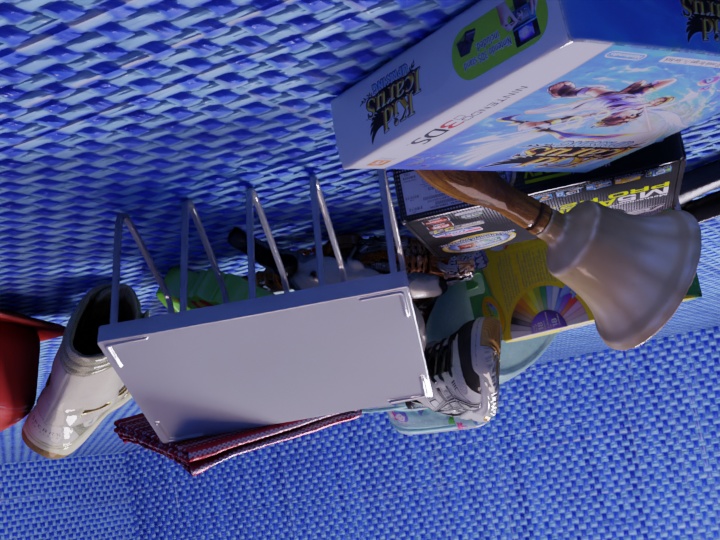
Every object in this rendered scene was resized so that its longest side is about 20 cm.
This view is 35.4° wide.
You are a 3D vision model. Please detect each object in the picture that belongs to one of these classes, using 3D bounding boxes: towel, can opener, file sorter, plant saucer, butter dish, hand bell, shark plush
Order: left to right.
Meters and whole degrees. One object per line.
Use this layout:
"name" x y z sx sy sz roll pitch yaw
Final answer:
"butter dish" -0.380 0.116 1.019 0.199 0.148 0.200 -11 170 8
"towel" -0.104 0.122 0.899 0.144 0.023 0.200 -14 -174 -27
"file sorter" -0.063 0.020 0.790 0.199 0.125 0.139 -11 143 4
"shark plush" -0.024 0.030 0.919 0.199 0.091 0.083 18 168 -27
"plant saucer" 0.150 0.048 1.111 0.201 0.039 0.202 -24 134 -27
"hand bell" 0.110 -0.038 0.731 0.200 0.104 0.104 28 157 -16
"can opener" 0.289 -0.064 0.981 0.063 0.079 0.200 34 146 -20

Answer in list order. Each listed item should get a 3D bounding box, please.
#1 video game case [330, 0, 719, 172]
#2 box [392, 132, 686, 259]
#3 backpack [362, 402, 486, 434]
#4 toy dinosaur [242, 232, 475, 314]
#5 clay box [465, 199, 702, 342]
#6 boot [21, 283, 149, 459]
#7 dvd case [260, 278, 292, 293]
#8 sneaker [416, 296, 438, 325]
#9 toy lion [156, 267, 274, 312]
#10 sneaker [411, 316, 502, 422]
"video game case" 0.115 -0.100 0.613 0.199 0.046 0.181 -3 169 -36
"box" 0.137 -0.062 0.843 0.199 0.044 0.160 -12 168 11
"backpack" 0.065 0.093 1.278 0.199 0.151 0.178 -6 -152 18
"toy dinosaur" 0.000 0.000 0.995 0.199 0.102 0.136 17 160 15
"clay box" 0.184 -0.009 0.981 0.200 0.115 0.048 -17 171 37
"boot" -0.235 0.067 1.063 0.155 0.072 0.200 -60 179 37
"dvd case" -0.017 0.013 1.169 0.199 0.022 0.146 -12 170 -2
"sneaker" 0.039 0.045 1.122 0.199 0.078 0.082 -5 169 -30
"toy lion" -0.095 0.047 0.974 0.199 0.069 0.192 23 164 22
"sneaker" 0.077 0.092 0.985 0.087 0.076 0.200 7 159 4
